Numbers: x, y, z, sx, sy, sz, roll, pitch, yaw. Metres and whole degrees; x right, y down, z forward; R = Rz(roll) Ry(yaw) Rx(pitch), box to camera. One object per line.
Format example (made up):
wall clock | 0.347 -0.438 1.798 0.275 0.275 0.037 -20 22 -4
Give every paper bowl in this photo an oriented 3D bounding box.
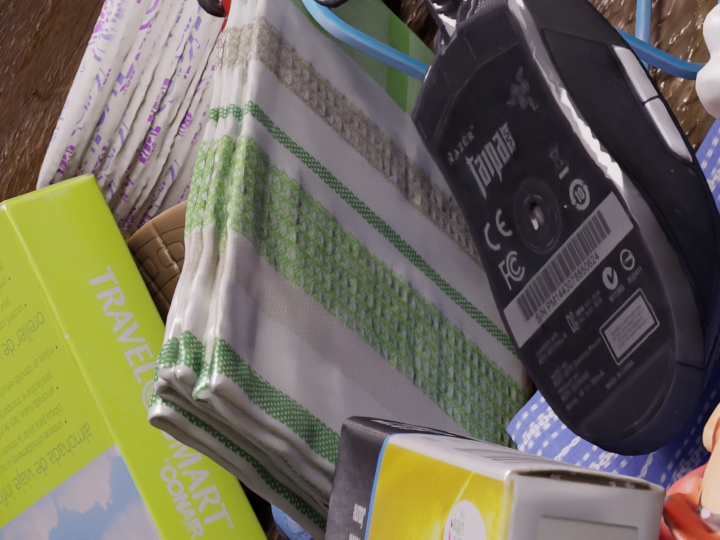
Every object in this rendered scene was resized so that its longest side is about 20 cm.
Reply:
paper bowl | -0.060 -0.107 1.194 0.201 0.104 0.201 -158 90 -81

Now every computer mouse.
computer mouse | 0.062 -0.061 0.727 0.200 0.046 0.141 60 141 24

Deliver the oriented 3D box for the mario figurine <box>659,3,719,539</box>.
mario figurine | 0.119 0.003 0.566 0.201 0.106 0.123 -62 20 0

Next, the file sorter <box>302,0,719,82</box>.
file sorter | 0.087 -0.146 0.813 0.200 0.138 0.123 -46 28 43

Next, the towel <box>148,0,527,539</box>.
towel | 0.000 0.000 0.828 0.031 0.149 0.200 -24 40 29

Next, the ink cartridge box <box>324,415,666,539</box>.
ink cartridge box | 0.015 0.140 0.644 0.198 0.047 0.201 179 102 -78

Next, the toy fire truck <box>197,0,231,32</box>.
toy fire truck | 0.001 -0.133 1.089 0.049 0.141 0.201 -30 77 57

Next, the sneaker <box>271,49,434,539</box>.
sneaker | 0.002 0.007 0.932 0.089 0.078 0.201 -38 31 49

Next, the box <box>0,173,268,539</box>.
box | -0.096 0.080 1.005 0.122 0.048 0.201 -37 76 54

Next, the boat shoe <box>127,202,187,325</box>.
boat shoe | -0.060 0.031 1.047 0.065 0.072 0.200 -21 -24 -37

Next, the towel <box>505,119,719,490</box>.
towel | 0.098 0.026 0.724 0.145 0.024 0.200 -59 18 13
